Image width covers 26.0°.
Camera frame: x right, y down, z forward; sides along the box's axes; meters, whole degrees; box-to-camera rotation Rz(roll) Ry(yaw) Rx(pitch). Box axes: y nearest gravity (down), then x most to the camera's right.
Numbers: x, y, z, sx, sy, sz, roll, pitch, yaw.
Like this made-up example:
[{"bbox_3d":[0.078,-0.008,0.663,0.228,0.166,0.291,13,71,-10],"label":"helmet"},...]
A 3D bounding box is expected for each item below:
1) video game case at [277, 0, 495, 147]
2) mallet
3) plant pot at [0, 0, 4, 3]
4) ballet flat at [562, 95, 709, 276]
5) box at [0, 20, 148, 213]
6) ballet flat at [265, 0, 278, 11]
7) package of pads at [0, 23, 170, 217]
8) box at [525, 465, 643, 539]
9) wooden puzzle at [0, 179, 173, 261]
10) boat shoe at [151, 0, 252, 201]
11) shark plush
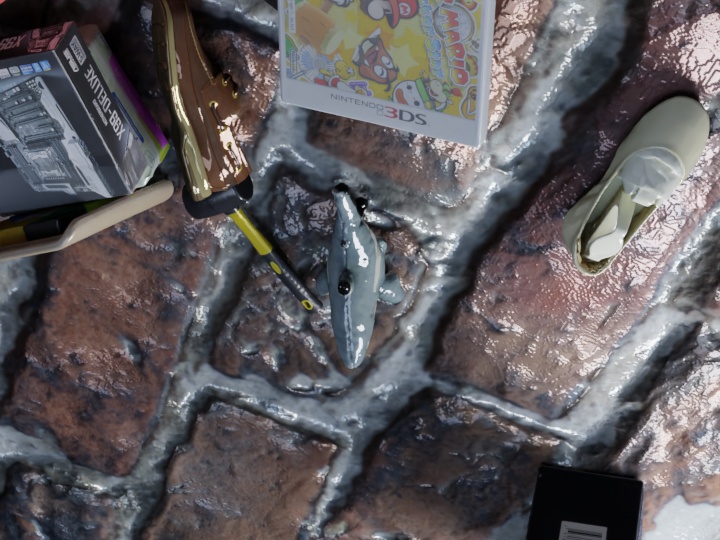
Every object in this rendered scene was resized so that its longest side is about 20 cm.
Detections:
[{"bbox_3d":[0.018,-0.203,1.240,0.180,0.023,0.201,15,131,17],"label":"video game case"},{"bbox_3d":[-0.106,-0.023,1.543,0.065,0.041,0.201,-11,132,23],"label":"mallet"},{"bbox_3d":[-0.301,-0.305,1.230,0.176,0.201,0.201,-18,126,20],"label":"plant pot"},{"bbox_3d":[0.239,-0.066,1.358,0.069,0.070,0.200,25,136,-7],"label":"ballet flat"},{"bbox_3d":[-0.312,-0.131,1.400,0.198,0.050,0.158,-6,129,24],"label":"box"},{"bbox_3d":[-0.086,-0.280,1.282,0.066,0.057,0.200,-39,121,12],"label":"ballet flat"},{"bbox_3d":[-0.296,-0.136,1.474,0.198,0.068,0.155,-9,128,28],"label":"package of pads"},{"bbox_3d":[0.235,0.355,1.680,0.122,0.201,0.199,7,136,11],"label":"box"},{"bbox_3d":[-0.302,-0.042,1.499,0.199,0.185,0.038,-15,100,28],"label":"wooden puzzle"},{"bbox_3d":[-0.143,-0.160,1.405,0.067,0.072,0.201,-17,125,-11],"label":"boat shoe"},{"bbox_3d":[0.000,0.000,1.492,0.090,0.084,0.201,16,136,4],"label":"shark plush"}]
